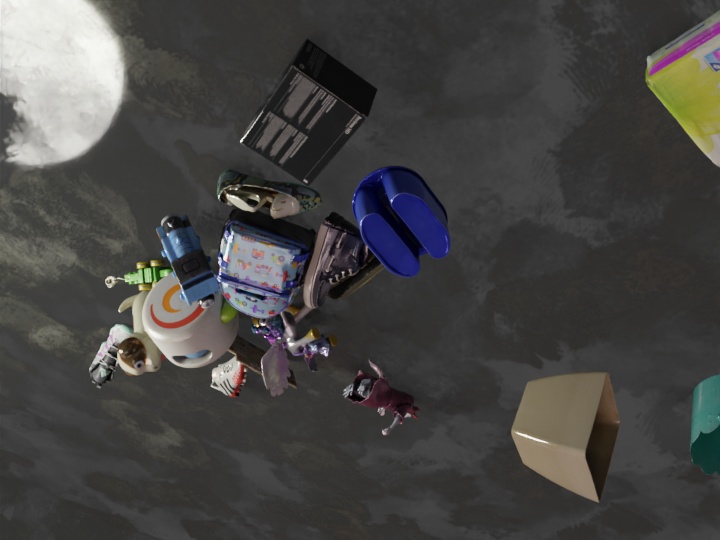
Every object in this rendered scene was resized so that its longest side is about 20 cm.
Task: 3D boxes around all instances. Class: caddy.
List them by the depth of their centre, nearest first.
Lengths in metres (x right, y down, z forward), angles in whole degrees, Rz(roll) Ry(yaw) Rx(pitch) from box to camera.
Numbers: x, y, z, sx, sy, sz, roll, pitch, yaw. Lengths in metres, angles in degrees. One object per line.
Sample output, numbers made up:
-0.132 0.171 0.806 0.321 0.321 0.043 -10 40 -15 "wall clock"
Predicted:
0.072 -0.088 1.418 0.140 0.106 0.200 -31 124 17 "caddy"

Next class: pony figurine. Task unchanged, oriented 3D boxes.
-0.146 0.153 1.771 0.198 0.166 0.196 -18 98 41 "pony figurine"

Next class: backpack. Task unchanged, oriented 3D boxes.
-0.194 0.002 1.551 0.179 0.135 0.203 20 115 -4 "backpack"

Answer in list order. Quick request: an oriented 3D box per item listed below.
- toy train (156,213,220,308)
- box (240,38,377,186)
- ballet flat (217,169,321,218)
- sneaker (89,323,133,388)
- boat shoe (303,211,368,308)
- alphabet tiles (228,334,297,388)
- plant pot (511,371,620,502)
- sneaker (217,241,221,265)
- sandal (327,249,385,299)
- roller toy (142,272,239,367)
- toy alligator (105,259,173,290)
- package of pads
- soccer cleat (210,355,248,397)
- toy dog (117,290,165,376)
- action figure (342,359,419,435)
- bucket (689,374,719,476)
-0.337 -0.023 1.587 0.085 0.202 0.115 -23 155 -12 "toy train"
-0.085 -0.248 1.307 0.140 0.080 0.200 34 138 -14 "box"
-0.171 -0.129 1.489 0.196 0.075 0.075 12 141 7 "ballet flat"
-0.623 0.227 2.025 0.077 0.142 0.200 29 141 -14 "sneaker"
-0.044 -0.002 1.531 0.091 0.075 0.203 25 122 18 "boat shoe"
-0.233 0.205 1.861 0.198 0.167 0.006 32 98 -17 "alphabet tiles"
0.432 0.338 1.724 0.174 0.202 0.202 6 142 31 "plant pot"
-0.216 0.003 1.674 0.103 0.077 0.201 -13 138 11 "sneaker"
0.001 0.001 1.575 0.199 0.081 0.057 -28 156 36 "sandal"
-0.352 0.100 1.697 0.199 0.183 0.141 31 158 35 "roller toy"
-0.473 0.013 1.789 0.197 0.061 0.054 -8 176 29 "toy alligator"
0.497 -0.244 1.094 0.199 0.069 0.154 38 137 -22 "package of pads"
-0.323 0.253 2.003 0.084 0.070 0.201 18 146 -7 "soccer cleat"
-0.470 0.138 1.813 0.190 0.202 0.141 18 141 -1 "toy dog"
0.064 0.293 1.903 0.197 0.134 0.151 22 100 -25 "action figure"
0.748 0.307 1.597 0.203 0.136 0.209 11 142 8 "bucket"
